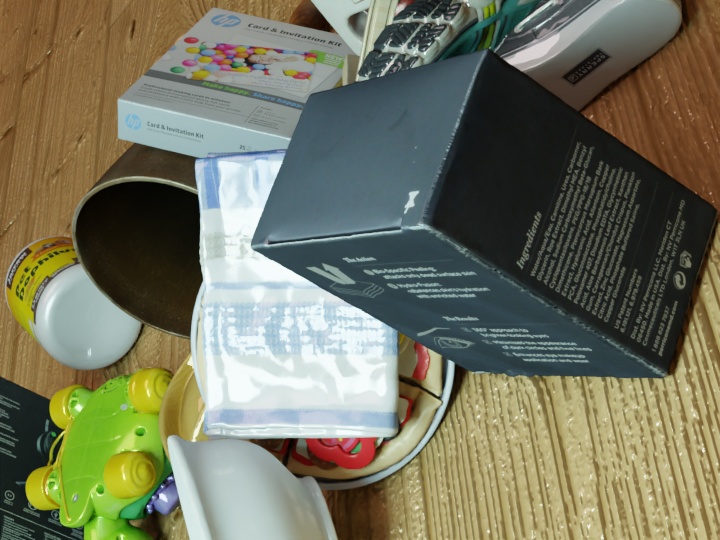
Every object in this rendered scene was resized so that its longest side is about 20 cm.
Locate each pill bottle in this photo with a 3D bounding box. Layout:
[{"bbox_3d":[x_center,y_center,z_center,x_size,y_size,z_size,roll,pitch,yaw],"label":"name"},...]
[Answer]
[{"bbox_3d":[-0.302,0.027,1.662,0.110,0.109,0.200,-62,28,-1],"label":"pill bottle"}]

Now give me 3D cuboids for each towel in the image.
[{"bbox_3d":[-0.045,0.017,1.097,0.146,0.024,0.202,-1,92,20],"label":"towel"}]

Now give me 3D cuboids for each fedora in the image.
[{"bbox_3d":[-0.106,0.114,1.283,0.200,0.082,0.202,-40,35,36],"label":"fedora"}]

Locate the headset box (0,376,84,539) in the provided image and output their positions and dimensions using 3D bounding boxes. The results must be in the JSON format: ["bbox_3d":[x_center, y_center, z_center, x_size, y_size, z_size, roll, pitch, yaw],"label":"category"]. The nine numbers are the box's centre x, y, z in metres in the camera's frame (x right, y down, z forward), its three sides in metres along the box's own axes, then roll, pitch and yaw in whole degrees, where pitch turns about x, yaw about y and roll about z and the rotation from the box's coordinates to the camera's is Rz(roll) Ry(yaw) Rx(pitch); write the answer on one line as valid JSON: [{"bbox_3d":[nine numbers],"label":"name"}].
[{"bbox_3d":[-0.302,0.204,1.432,0.093,0.174,0.201,-40,35,33],"label":"headset box"}]

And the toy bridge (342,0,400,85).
[{"bbox_3d":[-0.001,-0.141,1.258,0.068,0.027,0.201,-93,15,-46],"label":"toy bridge"}]

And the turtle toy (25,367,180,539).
[{"bbox_3d":[-0.202,0.177,1.366,0.145,0.101,0.201,-13,54,41],"label":"turtle toy"}]

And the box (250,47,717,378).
[{"bbox_3d":[0.073,-0.026,0.988,0.196,0.199,0.118,-4,61,57],"label":"box"}]

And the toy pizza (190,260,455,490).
[{"bbox_3d":[-0.032,0.056,1.124,0.201,0.200,0.032,-51,-11,18],"label":"toy pizza"}]

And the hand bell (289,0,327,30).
[{"bbox_3d":[-0.026,-0.265,1.517,0.200,0.104,0.105,-39,33,56],"label":"hand bell"}]

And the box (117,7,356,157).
[{"bbox_3d":[-0.095,-0.156,1.377,0.200,0.155,0.041,-56,-24,-54],"label":"box"}]

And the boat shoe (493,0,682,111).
[{"bbox_3d":[0.138,-0.159,1.138,0.200,0.072,0.068,-35,39,36],"label":"boat shoe"}]

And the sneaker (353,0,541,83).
[{"bbox_3d":[0.079,-0.169,1.185,0.200,0.080,0.077,-40,28,-9],"label":"sneaker"}]

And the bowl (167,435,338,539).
[{"bbox_3d":[-0.063,0.196,1.088,0.201,0.090,0.203,164,90,-79],"label":"bowl"}]

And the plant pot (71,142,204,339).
[{"bbox_3d":[-0.128,-0.074,1.422,0.187,0.187,0.201,-32,25,42],"label":"plant pot"}]

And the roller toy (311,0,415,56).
[{"bbox_3d":[0.034,-0.273,1.301,0.182,0.140,0.200,-43,27,-1],"label":"roller toy"}]
